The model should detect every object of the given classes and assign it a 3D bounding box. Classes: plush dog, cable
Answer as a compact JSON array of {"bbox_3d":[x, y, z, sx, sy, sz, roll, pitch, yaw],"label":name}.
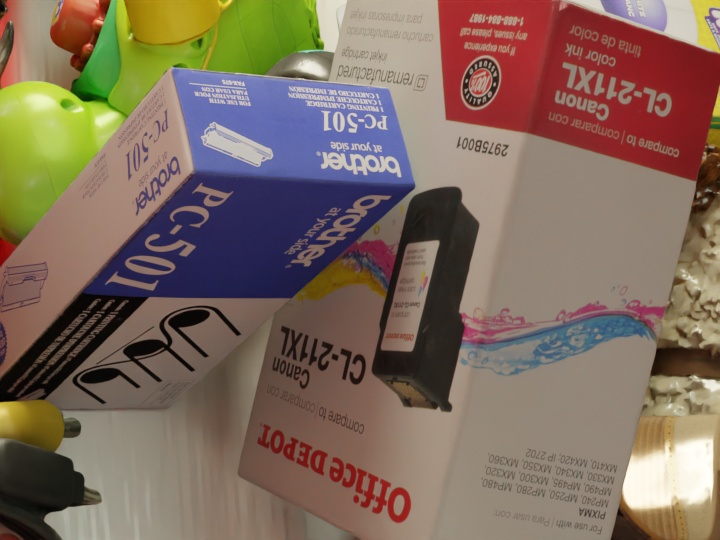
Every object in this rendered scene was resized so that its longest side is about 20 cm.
[{"bbox_3d":[0.170,0.045,0.887,0.160,0.198,0.174,30,65,-52],"label":"plush dog"},{"bbox_3d":[-0.155,0.075,0.684,0.200,0.050,0.098,34,55,-56],"label":"cable"}]

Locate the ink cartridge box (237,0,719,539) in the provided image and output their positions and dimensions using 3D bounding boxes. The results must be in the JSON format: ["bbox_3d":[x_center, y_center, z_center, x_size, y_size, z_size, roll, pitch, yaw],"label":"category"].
[{"bbox_3d":[0.040,0.004,0.726,0.082,0.145,0.202,13,91,-32],"label":"ink cartridge box"}]

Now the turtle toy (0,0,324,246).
[{"bbox_3d":[-0.086,-0.077,0.830,0.200,0.100,0.147,-46,134,-43],"label":"turtle toy"}]

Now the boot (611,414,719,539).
[{"bbox_3d":[0.067,0.137,0.766,0.073,0.165,0.201,60,28,-23],"label":"boot"}]

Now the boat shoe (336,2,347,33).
[{"bbox_3d":[0.049,-0.035,0.883,0.070,0.066,0.202,-80,150,-74],"label":"boat shoe"}]

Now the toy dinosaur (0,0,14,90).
[{"bbox_3d":[-0.164,-0.125,0.745,0.086,0.200,0.135,49,44,5],"label":"toy dinosaur"}]

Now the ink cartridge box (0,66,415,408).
[{"bbox_3d":[-0.073,-0.005,0.738,0.093,0.200,0.045,1,62,-34],"label":"ink cartridge box"}]

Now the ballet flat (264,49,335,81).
[{"bbox_3d":[0.000,0.000,0.831,0.068,0.067,0.202,-49,137,-57],"label":"ballet flat"}]

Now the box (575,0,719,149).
[{"bbox_3d":[0.120,-0.110,0.892,0.198,0.048,0.118,4,62,-35],"label":"box"}]
